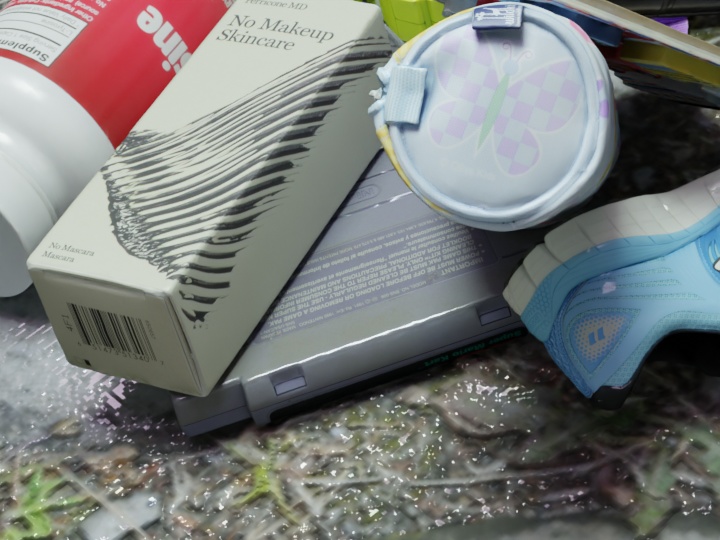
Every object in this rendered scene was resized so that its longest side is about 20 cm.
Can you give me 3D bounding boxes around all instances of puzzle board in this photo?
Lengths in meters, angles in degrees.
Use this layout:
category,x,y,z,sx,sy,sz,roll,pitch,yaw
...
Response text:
category,x,y,z,sx,sy,sz,roll,pitch,yaw
puzzle board,0.111,-0.097,0.942,0.150,0.017,0.200,20,3,-18

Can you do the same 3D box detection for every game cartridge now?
category,x,y,z,sx,sy,sz,roll,pitch,yaw
game cartridge,0.000,0.000,0.988,0.199,0.038,0.130,-18,46,-2

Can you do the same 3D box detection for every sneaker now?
category,x,y,z,sx,sy,sz,roll,pitch,yaw
sneaker,0.162,0.006,0.915,0.199,0.078,0.090,-21,73,-17

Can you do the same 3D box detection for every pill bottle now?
category,x,y,z,sx,sy,sz,roll,pitch,yaw
pill bottle,-0.141,-0.085,1.064,0.112,0.113,0.200,14,50,29

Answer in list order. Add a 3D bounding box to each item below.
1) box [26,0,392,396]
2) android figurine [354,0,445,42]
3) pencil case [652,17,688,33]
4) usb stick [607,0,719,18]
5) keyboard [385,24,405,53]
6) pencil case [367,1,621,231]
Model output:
category,x,y,z,sx,sy,sz,roll,pitch,yaw
box,-0.061,-0.040,0.975,0.082,0.069,0.200,10,49,27
android figurine,0.050,-0.188,1.167,0.181,0.041,0.200,-24,41,-8
pencil case,0.163,-0.215,1.125,0.084,0.086,0.200,6,45,13
usb stick,0.170,-0.149,1.022,0.199,0.056,0.033,-7,6,-31
keyboard,-0.057,-0.137,1.136,0.199,0.056,0.011,17,85,32
pencil case,0.059,-0.057,0.870,0.090,0.084,0.200,-3,1,9
